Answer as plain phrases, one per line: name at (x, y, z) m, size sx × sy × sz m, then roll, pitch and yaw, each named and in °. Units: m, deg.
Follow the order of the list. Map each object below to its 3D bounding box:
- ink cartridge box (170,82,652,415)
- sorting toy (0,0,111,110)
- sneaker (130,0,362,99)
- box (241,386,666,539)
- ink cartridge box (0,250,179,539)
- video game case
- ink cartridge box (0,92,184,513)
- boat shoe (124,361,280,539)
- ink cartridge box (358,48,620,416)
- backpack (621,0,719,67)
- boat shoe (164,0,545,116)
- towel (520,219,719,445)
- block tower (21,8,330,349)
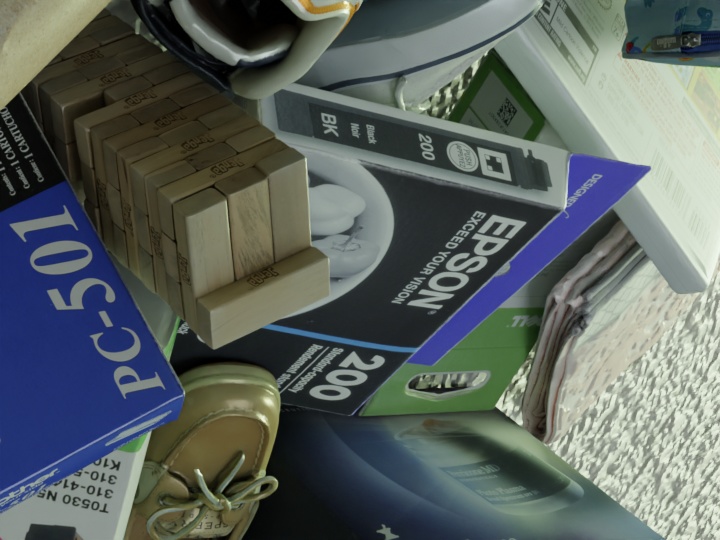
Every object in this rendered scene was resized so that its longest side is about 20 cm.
ink cartridge box at (0.000, 0.000, 0.838) m, size 0.198 × 0.044 × 0.198 m, roll 10°, pitch 146°, yaw -27°
sorting toy at (-0.104, -0.087, 0.575) m, size 0.037 × 0.199 × 0.186 m, roll 47°, pitch 54°, yaw -14°
sneaker at (-0.053, -0.108, 0.703) m, size 0.078 × 0.200 × 0.080 m, roll 38°, pitch 68°, yaw -15°
box at (0.032, 0.158, 0.975) m, size 0.199 × 0.198 × 0.124 m, roll 1°, pitch 115°, yaw -43°
ink cartridge box at (-0.166, 0.085, 0.780) m, size 0.143 × 0.084 × 0.202 m, roll 15°, pitch 113°, yaw -5°
video game case at (0.139, -0.121, 0.907) m, size 0.200 × 0.023 × 0.183 m, roll 48°, pitch 52°, yaw -33°
ink cartridge box at (-0.152, -0.015, 0.687) m, size 0.093 × 0.201 × 0.044 m, roll -28°, pitch 171°, yaw -16°
boat shoe at (-0.086, 0.124, 0.903) m, size 0.073 × 0.063 × 0.201 m, roll 6°, pitch 133°, yaw -23°
ink cartridge box at (0.068, -0.016, 0.976) m, size 0.103 × 0.059 × 0.201 m, roll 0°, pitch 132°, yaw -42°
backpack at (0.206, -0.164, 0.821) m, size 0.182 × 0.199 × 0.149 m, roll -16°, pitch 100°, yaw -49°
boat shoe at (0.000, -0.077, 0.808) m, size 0.200 × 0.075 × 0.086 m, roll -22°, pitch 132°, yaw 20°
towel at (0.169, -0.004, 1.050) m, size 0.200 × 0.032 × 0.191 m, roll -43°, pitch 162°, yaw -18°
block tower at (-0.089, -0.049, 0.715) m, size 0.054 × 0.200 × 0.058 m, roll -25°, pitch 133°, yaw -27°
